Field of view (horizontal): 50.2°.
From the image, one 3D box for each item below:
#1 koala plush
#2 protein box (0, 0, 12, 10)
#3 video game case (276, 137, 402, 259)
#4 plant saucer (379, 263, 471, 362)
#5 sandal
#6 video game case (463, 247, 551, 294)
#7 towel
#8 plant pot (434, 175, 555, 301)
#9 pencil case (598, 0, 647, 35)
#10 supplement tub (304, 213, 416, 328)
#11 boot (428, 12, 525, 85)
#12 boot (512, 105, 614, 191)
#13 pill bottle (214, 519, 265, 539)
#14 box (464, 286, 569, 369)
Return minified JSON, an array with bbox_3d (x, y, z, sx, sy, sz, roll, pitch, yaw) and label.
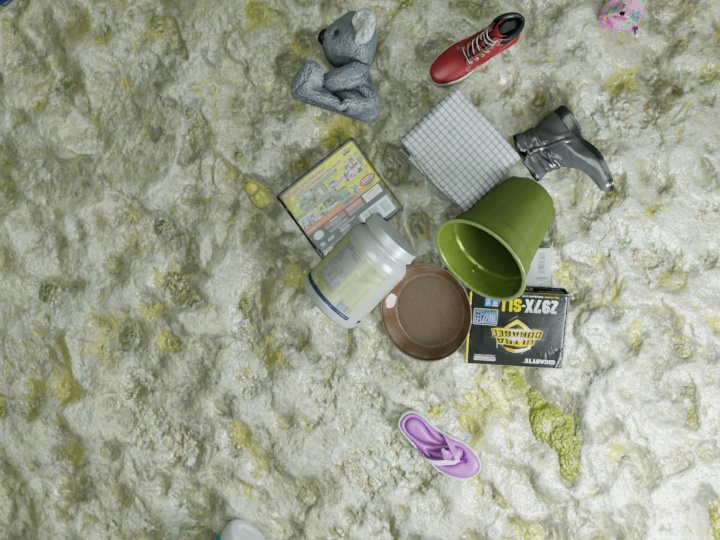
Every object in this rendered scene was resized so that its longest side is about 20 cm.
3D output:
[{"bbox_3d":[-0.025,-0.411,1.504,0.182,0.177,0.202,18,96,-8],"label":"koala plush"},{"bbox_3d":[-0.799,-0.643,1.527,0.134,0.200,0.199,-35,91,7],"label":"protein box"},{"bbox_3d":[-0.043,-0.141,1.593,0.199,0.026,0.181,-37,91,8],"label":"video game case"},{"bbox_3d":[0.136,0.083,1.567,0.199,0.037,0.202,4,99,25],"label":"plant saucer"},{"bbox_3d":[0.160,0.372,1.606,0.202,0.050,0.083,35,97,1],"label":"sandal"},{"bbox_3d":[0.290,0.024,1.581,0.198,0.018,0.145,0,95,5],"label":"video game case"},{"bbox_3d":[0.195,-0.237,1.536,0.166,0.086,0.200,-45,92,9],"label":"towel"},{"bbox_3d":[0.278,-0.079,1.479,0.200,0.200,0.190,43,64,0],"label":"plant pot"},{"bbox_3d":[0.522,-0.561,1.476,0.087,0.087,0.202,18,95,3],"label":"pencil case"},{"bbox_3d":[0.000,0.000,1.532,0.145,0.145,0.200,44,103,0],"label":"supplement tub"},{"bbox_3d":[0.220,-0.430,1.484,0.199,0.144,0.073,-29,94,8],"label":"boot"},{"bbox_3d":[0.400,-0.213,1.527,0.131,0.070,0.201,-35,79,5],"label":"boot"},{"bbox_3d":[-0.295,0.639,1.640,0.111,0.111,0.200,40,97,1],"label":"pill bottle"},{"bbox_3d":[0.314,0.113,1.557,0.198,0.049,0.161,3,104,4],"label":"box"}]
